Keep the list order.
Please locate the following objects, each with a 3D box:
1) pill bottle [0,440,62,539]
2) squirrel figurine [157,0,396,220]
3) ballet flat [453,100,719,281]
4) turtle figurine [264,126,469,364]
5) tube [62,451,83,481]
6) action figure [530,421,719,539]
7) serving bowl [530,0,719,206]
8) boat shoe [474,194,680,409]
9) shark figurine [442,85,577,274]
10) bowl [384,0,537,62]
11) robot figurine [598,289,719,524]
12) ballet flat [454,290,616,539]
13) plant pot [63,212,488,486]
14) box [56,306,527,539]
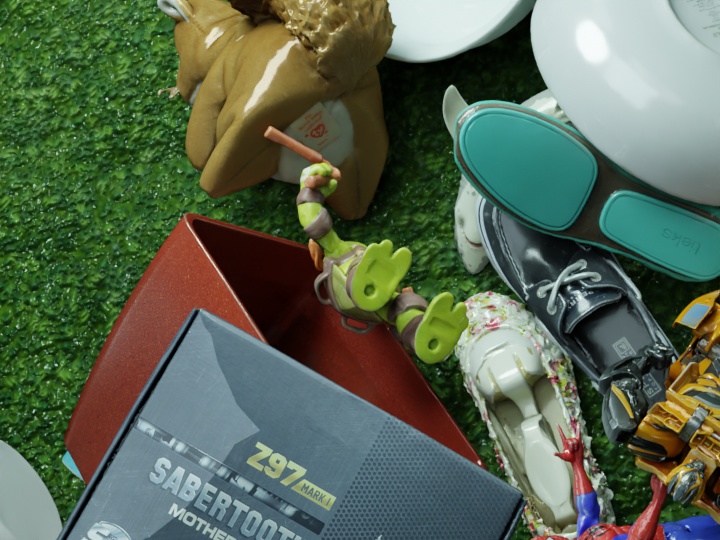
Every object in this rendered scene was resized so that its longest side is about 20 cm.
[{"bbox_3d":[-0.322,0.217,0.922,0.200,0.113,0.113,-34,67,5],"label":"pill bottle"},{"bbox_3d":[-0.065,-0.162,0.928,0.187,0.141,0.201,51,130,42],"label":"squirrel figurine"},{"bbox_3d":[0.143,-0.051,0.817,0.199,0.070,0.068,25,104,-9],"label":"ballet flat"},{"bbox_3d":[0.000,0.000,0.822,0.064,0.161,0.200,-36,106,-6],"label":"turtle figurine"},{"bbox_3d":[-0.141,0.068,0.941,0.201,0.050,0.077,-57,33,-5],"label":"tube"},{"bbox_3d":[0.190,0.135,0.762,0.199,0.065,0.100,-8,94,-7],"label":"action figure"},{"bbox_3d":[0.210,-0.140,0.817,0.199,0.066,0.201,14,50,-17],"label":"serving bowl"},{"bbox_3d":[0.142,0.020,0.828,0.072,0.068,0.200,-35,81,9],"label":"boat shoe"},{"bbox_3d":[0.144,-0.101,0.889,0.214,0.090,0.129,-25,101,18],"label":"shark figurine"},{"bbox_3d":[0.073,-0.244,0.928,0.200,0.090,0.202,-2,86,36],"label":"bowl"},{"bbox_3d":[0.224,0.073,0.748,0.145,0.200,0.058,34,127,17],"label":"robot figurine"},{"bbox_3d":[0.113,0.095,0.843,0.075,0.064,0.201,-28,67,9],"label":"ballet flat"},{"bbox_3d":[-0.070,0.107,0.838,0.176,0.200,0.200,-42,66,16],"label":"plant pot"},{"bbox_3d":[-0.038,0.135,0.659,0.199,0.051,0.158,30,79,1],"label":"box"}]
